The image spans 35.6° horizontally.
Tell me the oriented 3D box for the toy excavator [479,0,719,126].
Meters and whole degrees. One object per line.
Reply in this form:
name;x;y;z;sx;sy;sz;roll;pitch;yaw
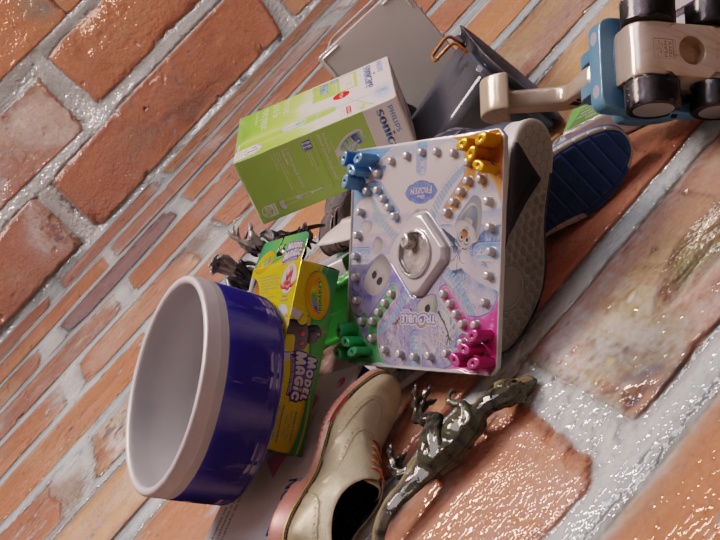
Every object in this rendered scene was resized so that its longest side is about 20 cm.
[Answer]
toy excavator;0.225;-0.170;1.022;0.200;0.192;0.101;143;126;-72

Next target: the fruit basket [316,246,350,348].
fruit basket;0.000;0.000;1.233;0.184;0.094;0.201;-26;20;31

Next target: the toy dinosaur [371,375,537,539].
toy dinosaur;0.055;0.145;0.908;0.201;0.047;0.088;-50;26;-3

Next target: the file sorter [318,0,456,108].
file sorter;0.063;-0.264;1.477;0.138;0.200;0.125;-39;18;17

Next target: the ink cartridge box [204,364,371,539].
ink cartridge box;-0.083;0.195;1.081;0.199;0.043;0.198;-22;34;46

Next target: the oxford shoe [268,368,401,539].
oxford shoe;-0.001;0.170;0.960;0.073;0.071;0.201;-2;47;39

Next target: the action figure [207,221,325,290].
action figure;-0.121;-0.001;1.259;0.200;0.102;0.119;-52;-2;-39

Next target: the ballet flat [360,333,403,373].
ballet flat;0.049;-0.002;1.081;0.069;0.069;0.202;0;63;64

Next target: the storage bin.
storage bin;0.126;-0.187;1.306;0.135;0.145;0.200;-51;17;15

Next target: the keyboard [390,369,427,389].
keyboard;0.078;0.067;1.066;0.199;0.011;0.057;-38;21;21

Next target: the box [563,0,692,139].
box;0.294;-0.216;1.150;0.144;0.036;0.201;-25;27;45

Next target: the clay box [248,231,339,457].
clay box;-0.076;0.070;1.062;0.114;0.047;0.203;-9;66;61

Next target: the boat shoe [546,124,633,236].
boat shoe;0.167;-0.071;1.064;0.199;0.072;0.073;-39;15;13

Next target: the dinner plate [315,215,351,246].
dinner plate;0.044;-0.063;1.223;0.197;0.025;0.200;-17;5;1

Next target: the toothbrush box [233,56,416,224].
toothbrush box;-0.040;-0.153;1.302;0.198;0.087;0.146;-20;27;8

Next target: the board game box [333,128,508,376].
board game box;0.046;-0.015;0.981;0.199;0.026;0.203;-1;86;51

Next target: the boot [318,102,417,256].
boot;0.003;-0.118;1.438;0.131;0.069;0.202;0;66;64

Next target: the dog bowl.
dog bowl;-0.147;0.112;1.034;0.200;0.078;0.203;-38;44;50

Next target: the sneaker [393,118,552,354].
sneaker;0.093;-0.030;1.004;0.145;0.076;0.205;4;84;46
